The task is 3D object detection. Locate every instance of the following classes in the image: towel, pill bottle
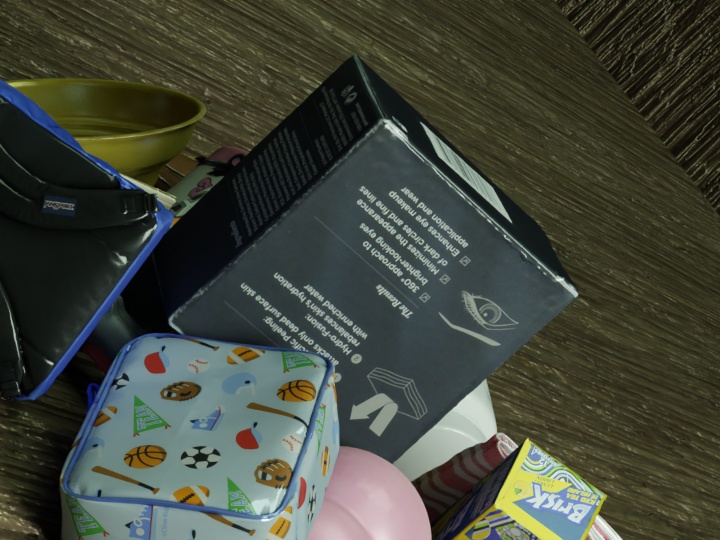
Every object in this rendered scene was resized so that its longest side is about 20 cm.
[{"bbox_3d":[0.092,0.199,1.750,0.146,0.200,0.030,42,49,-11],"label":"towel"},{"bbox_3d":[0.048,0.114,1.933,0.113,0.113,0.200,39,18,-20],"label":"pill bottle"}]

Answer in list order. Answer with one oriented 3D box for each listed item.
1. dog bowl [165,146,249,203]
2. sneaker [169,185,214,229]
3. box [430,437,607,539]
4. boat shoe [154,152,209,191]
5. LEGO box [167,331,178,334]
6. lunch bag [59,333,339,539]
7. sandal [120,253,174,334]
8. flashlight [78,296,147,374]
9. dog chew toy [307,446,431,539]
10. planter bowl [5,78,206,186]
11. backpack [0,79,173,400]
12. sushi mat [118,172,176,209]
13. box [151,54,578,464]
[{"bbox_3d":[-0.063,-0.020,1.902,0.200,0.074,0.200,34,-11,7],"label":"dog bowl"},{"bbox_3d":[-0.107,-0.025,1.769,0.077,0.200,0.078,-85,158,-61],"label":"sneaker"},{"bbox_3d":[0.085,0.195,1.679,0.070,0.200,0.064,36,53,-4],"label":"box"},{"bbox_3d":[-0.117,-0.069,2.043,0.200,0.068,0.072,33,23,-33],"label":"boat shoe"},{"bbox_3d":[-0.064,0.094,1.776,0.149,0.077,0.200,39,18,-21],"label":"LEGO box"},{"bbox_3d":[-0.101,0.114,1.510,0.160,0.076,0.200,4,30,9],"label":"lunch bag"},{"bbox_3d":[-0.124,0.004,1.723,0.200,0.076,0.043,-1,30,-4],"label":"sandal"},{"bbox_3d":[-0.147,0.082,1.641,0.200,0.068,0.068,45,-15,15],"label":"flashlight"},{"bbox_3d":[-0.035,0.190,1.563,0.125,0.125,0.200,47,28,6],"label":"dog chew toy"},{"bbox_3d":[-0.211,-0.078,1.750,0.200,0.083,0.200,1,16,0],"label":"planter bowl"},{"bbox_3d":[-0.241,-0.031,1.526,0.200,0.163,0.168,36,-4,-2],"label":"backpack"},{"bbox_3d":[-0.229,-0.059,1.636,0.200,0.096,0.012,24,45,-12],"label":"sushi mat"},{"bbox_3d":[0.000,0.000,1.641,0.197,0.200,0.117,41,12,-27],"label":"box"}]
